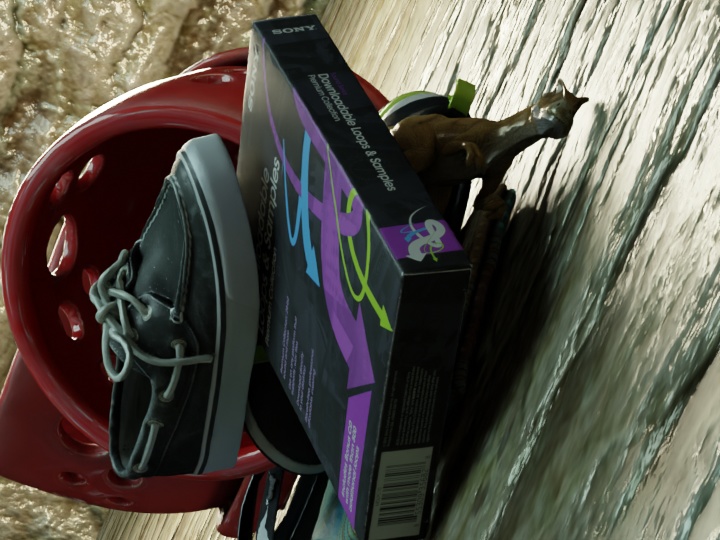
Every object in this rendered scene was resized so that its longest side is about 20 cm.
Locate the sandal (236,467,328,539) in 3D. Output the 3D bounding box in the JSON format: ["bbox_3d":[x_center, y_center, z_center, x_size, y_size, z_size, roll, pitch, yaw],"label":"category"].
[{"bbox_3d":[-0.048,0.148,1.617,0.076,0.043,0.201,132,159,-73],"label":"sandal"}]

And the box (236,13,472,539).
[{"bbox_3d":[-0.010,0.001,1.292,0.200,0.036,0.143,-118,29,-50],"label":"box"}]

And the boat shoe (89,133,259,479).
[{"bbox_3d":[-0.090,0.022,1.379,0.200,0.068,0.074,100,154,-49],"label":"boat shoe"}]

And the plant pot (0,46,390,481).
[{"bbox_3d":[-0.062,-0.012,1.560,0.201,0.200,0.182,-66,-11,23],"label":"plant pot"}]

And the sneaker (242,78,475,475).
[{"bbox_3d":[0.000,0.000,1.402,0.083,0.072,0.200,-177,109,-80],"label":"sneaker"}]

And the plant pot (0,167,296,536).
[{"bbox_3d":[-0.113,0.055,1.793,0.200,0.182,0.201,-158,90,-84],"label":"plant pot"}]

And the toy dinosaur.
[{"bbox_3d":[0.022,-0.050,1.353,0.200,0.060,0.106,4,62,40],"label":"toy dinosaur"}]

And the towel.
[{"bbox_3d":[0.020,0.069,1.405,0.200,0.022,0.147,119,171,-45],"label":"towel"}]
